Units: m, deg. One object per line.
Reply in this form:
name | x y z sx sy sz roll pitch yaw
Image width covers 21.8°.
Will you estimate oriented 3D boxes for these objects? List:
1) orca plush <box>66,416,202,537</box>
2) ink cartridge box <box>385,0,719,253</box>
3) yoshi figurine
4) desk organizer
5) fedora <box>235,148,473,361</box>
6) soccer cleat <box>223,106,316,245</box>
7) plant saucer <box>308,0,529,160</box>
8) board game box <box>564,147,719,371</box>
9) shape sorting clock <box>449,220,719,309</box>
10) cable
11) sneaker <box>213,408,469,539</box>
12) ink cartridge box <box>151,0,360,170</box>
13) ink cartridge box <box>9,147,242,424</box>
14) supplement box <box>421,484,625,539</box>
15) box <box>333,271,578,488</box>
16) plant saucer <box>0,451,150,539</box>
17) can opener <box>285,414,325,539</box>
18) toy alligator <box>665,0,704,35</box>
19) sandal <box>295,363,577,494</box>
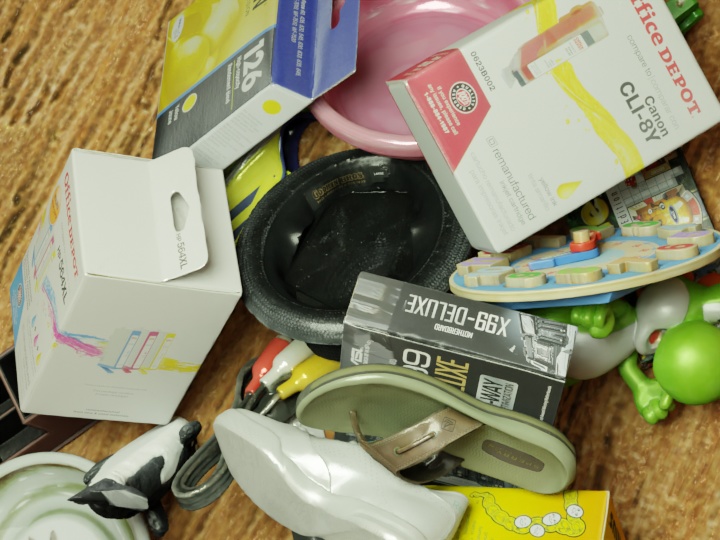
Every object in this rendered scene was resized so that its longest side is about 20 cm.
orca plush | -0.157 0.169 1.444 0.105 0.200 0.071 -28 94 -1
ink cartridge box | 0.142 -0.124 1.369 0.199 0.083 0.146 -30 97 -6
yoshi figurine | 0.190 0.061 1.361 0.199 0.112 0.113 -12 89 15
desk organizer | -0.298 0.124 1.558 0.200 0.077 0.072 -35 67 9
fedora | 0.000 0.000 1.453 0.200 0.092 0.201 -5 48 6
soccer cleat | -0.087 -0.051 1.534 0.083 0.065 0.201 15 85 6
plant saucer | 0.052 -0.159 1.482 0.199 0.051 0.201 -5 52 7
board game box | 0.216 -0.031 1.437 0.104 0.023 0.201 -25 69 15
shape sorting clock | 0.161 -0.009 1.339 0.199 0.200 0.039 -11 98 18
cable | -0.091 0.106 1.450 0.097 0.051 0.200 10 36 41
sneaker | -0.014 0.147 1.347 0.200 0.075 0.088 29 54 27
ink cartridge box | -0.084 -0.180 1.498 0.200 0.047 0.198 -36 35 32
ink cartridge box | -0.180 0.007 1.438 0.200 0.125 0.129 122 146 -43
supplement box | 0.087 0.228 1.354 0.199 0.109 0.110 0 53 20
box | 0.063 0.094 1.347 0.157 0.200 0.050 15 54 6
plant saucer | -0.251 0.250 1.524 0.199 0.050 0.201 -5 76 20
can opener | -0.034 0.206 1.462 0.066 0.052 0.201 -41 59 45
toy alligator | 0.225 -0.180 1.456 0.200 0.054 0.059 -37 72 -3
sandal | 0.051 0.118 1.290 0.200 0.080 0.058 17 54 3
